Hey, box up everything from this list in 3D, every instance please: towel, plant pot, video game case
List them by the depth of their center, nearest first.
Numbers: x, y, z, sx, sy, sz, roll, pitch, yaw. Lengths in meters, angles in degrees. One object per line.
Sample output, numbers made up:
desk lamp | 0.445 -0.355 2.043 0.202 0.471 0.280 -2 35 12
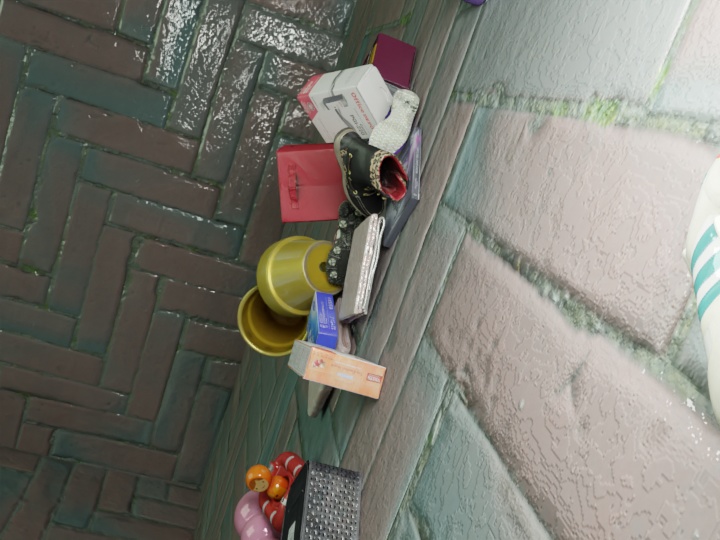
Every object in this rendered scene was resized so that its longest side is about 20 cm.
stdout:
video game case | 0.082 -0.164 1.359 0.143 0.019 0.202 120 162 -48
towel | 0.000 0.000 1.400 0.191 0.032 0.202 147 134 -76
towel | -0.069 0.190 1.532 0.192 0.032 0.201 -93 23 -59
plant pot | -0.126 0.006 1.690 0.188 0.199 0.203 -17 56 57
plant pot | -0.216 0.114 1.911 0.189 0.199 0.203 -57 -13 -78

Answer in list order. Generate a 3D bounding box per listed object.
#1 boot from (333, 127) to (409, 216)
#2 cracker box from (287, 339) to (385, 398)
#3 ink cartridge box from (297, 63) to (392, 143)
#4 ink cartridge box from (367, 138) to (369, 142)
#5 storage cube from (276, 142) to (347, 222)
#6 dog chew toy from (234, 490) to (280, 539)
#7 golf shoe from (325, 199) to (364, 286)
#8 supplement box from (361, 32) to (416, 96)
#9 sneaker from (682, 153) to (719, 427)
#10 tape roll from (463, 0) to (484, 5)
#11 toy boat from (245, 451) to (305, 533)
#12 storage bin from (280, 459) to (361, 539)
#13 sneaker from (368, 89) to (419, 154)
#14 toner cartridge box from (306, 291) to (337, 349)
boot | 0.029 -0.166 1.326 0.150 0.073 0.201 35 152 47
cracker box | -0.047 0.170 1.228 0.200 0.133 0.058 176 111 -76
ink cartridge box | -0.027 -0.381 1.609 0.199 0.146 0.085 1 49 42
ink cartridge box | 0.028 -0.222 1.592 0.201 0.050 0.110 -88 19 -51
storage cube | -0.098 -0.218 1.684 0.200 0.177 0.173 -80 -13 -76
dog chew toy | -0.198 0.549 1.452 0.200 0.123 0.126 -122 49 -63
golf shoe | -0.027 -0.065 1.584 0.088 0.076 0.202 -76 0 -75
supplement box | 0.046 -0.444 1.679 0.200 0.102 0.132 131 154 -61
sneaker | 0.232 0.009 0.411 0.094 0.069 0.202 87 -167 -73
tape roll | 0.203 -0.574 1.207 0.200 0.084 0.202 -163 90 -77
toy boat | -0.166 0.424 1.364 0.132 0.130 0.200 -62 23 -8
storage bin | -0.067 0.420 1.092 0.201 0.093 0.136 -85 17 -45
sneaker | 0.066 -0.274 1.431 0.100 0.069 0.201 108 -172 -54
toner cartridge box | -0.084 0.130 1.485 0.200 0.043 0.096 -104 28 -67
